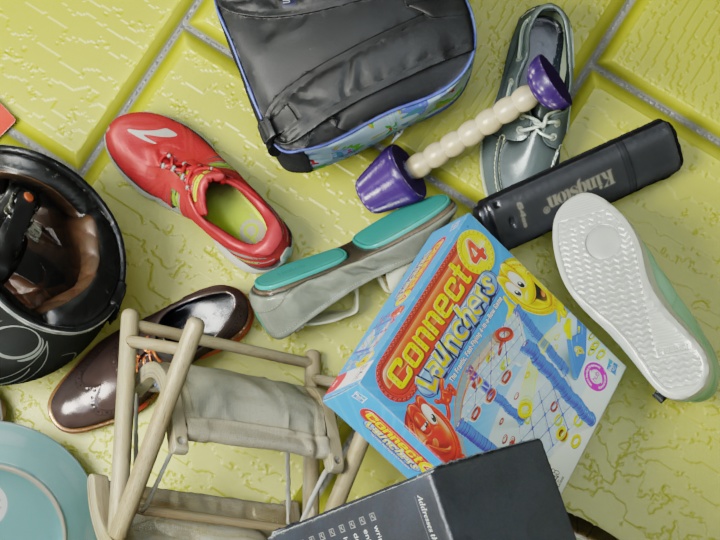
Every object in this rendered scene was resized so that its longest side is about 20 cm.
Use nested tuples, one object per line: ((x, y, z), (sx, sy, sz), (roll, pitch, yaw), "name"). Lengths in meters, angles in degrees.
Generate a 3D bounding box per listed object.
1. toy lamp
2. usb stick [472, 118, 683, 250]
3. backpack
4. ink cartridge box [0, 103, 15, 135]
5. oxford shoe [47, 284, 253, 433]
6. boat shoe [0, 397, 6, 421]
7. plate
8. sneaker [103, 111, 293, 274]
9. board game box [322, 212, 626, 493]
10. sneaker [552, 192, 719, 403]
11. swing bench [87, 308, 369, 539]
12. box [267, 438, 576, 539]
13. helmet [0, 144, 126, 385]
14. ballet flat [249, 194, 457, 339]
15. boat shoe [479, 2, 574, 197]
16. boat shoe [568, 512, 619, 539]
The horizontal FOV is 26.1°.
((0.084, -0.113, 1.335), (0.200, 0.058, 0.058), (-32, 81, 19), "toy lamp")
((0.190, -0.073, 1.342), (0.200, 0.033, 0.056), (-24, 116, -14), "usb stick")
((-0.005, -0.194, 1.330), (0.200, 0.147, 0.183), (-22, 81, 3), "backpack")
((-0.434, -0.122, 1.380), (0.200, 0.047, 0.160), (-44, 83, -3), "ink cartridge box")
((-0.186, 0.071, 1.332), (0.200, 0.073, 0.071), (-35, 82, -4), "oxford shoe")
((-0.392, 0.168, 1.316), (0.071, 0.069, 0.200), (33, 78, 31), "boat shoe")
((-0.315, 0.225, 1.298), (0.200, 0.026, 0.201), (-2, 98, -16), "plate")
((-0.138, -0.078, 1.348), (0.200, 0.085, 0.077), (36, 82, 6), "sneaker")
((0.098, 0.091, 1.258), (0.196, 0.056, 0.200), (43, 55, -13), "board game box")
((0.234, 0.031, 1.317), (0.074, 0.118, 0.201), (-34, 69, 11), "sneaker")
((-0.099, 0.149, 1.249), (0.199, 0.130, 0.200), (15, 83, -34), "swing bench")
((0.060, 0.250, 1.126), (0.124, 0.197, 0.200), (-10, 77, -41), "box")
((-0.310, 0.002, 1.287), (0.191, 0.200, 0.200), (-19, 78, 42), "helmet")
((0.000, 0.000, 1.350), (0.200, 0.067, 0.064), (-25, 111, -9), "ballet flat")
((0.149, -0.139, 1.361), (0.073, 0.062, 0.200), (11, 83, 0), "boat shoe")
((0.132, 0.225, 1.309), (0.200, 0.073, 0.065), (21, 93, 8), "boat shoe")
